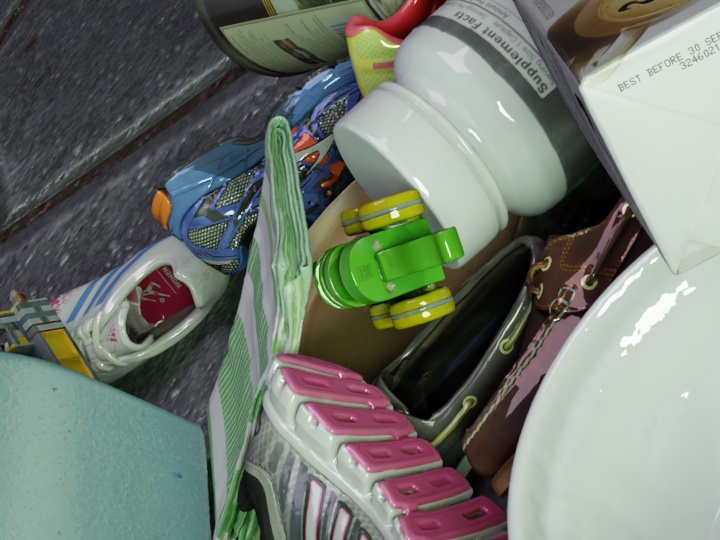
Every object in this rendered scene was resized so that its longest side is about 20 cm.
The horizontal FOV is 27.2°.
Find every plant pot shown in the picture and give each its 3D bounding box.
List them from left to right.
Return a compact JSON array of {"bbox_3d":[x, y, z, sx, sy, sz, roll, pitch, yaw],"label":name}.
[{"bbox_3d":[-0.215,0.157,0.786,0.196,0.200,0.197,-37,37,21],"label":"plant pot"},{"bbox_3d":[0.021,0.004,0.841,0.200,0.027,0.201,-33,33,25],"label":"plant pot"}]

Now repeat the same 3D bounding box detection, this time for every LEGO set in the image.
[{"bbox_3d":[-0.262,0.098,0.961,0.153,0.116,0.200,-16,-25,-52],"label":"LEGO set"}]

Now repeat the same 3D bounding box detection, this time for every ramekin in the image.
[{"bbox_3d":[0.157,0.073,0.499,0.200,0.105,0.201,-33,33,25],"label":"ramekin"}]

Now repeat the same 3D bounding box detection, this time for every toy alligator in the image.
[{"bbox_3d":[0.000,0.000,0.723,0.054,0.060,0.200,-17,2,-13],"label":"toy alligator"}]

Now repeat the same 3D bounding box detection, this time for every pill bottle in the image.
[{"bbox_3d":[0.089,-0.101,0.750,0.200,0.113,0.113,-42,28,-10],"label":"pill bottle"}]

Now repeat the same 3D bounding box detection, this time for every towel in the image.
[{"bbox_3d":[-0.058,0.041,0.796,0.153,0.023,0.201,-101,20,-56],"label":"towel"}]

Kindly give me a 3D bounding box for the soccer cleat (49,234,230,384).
[{"bbox_3d":[-0.174,0.041,1.004,0.200,0.070,0.086,-35,15,19],"label":"soccer cleat"}]

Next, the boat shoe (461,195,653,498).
[{"bbox_3d":[0.110,0.008,0.657,0.200,0.070,0.070,-47,-11,-5],"label":"boat shoe"}]

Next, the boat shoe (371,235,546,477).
[{"bbox_3d":[0.031,0.066,0.720,0.201,0.061,0.072,-45,30,6],"label":"boat shoe"}]

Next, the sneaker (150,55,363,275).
[{"bbox_3d":[-0.036,-0.069,0.967,0.200,0.079,0.075,-35,-7,-1],"label":"sneaker"}]

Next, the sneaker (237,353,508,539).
[{"bbox_3d":[0.010,0.127,0.645,0.200,0.074,0.088,47,121,34],"label":"sneaker"}]

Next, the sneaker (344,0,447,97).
[{"bbox_3d":[0.078,-0.158,0.868,0.200,0.091,0.078,-34,26,-5],"label":"sneaker"}]

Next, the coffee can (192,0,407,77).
[{"bbox_3d":[-0.004,-0.213,1.005,0.200,0.146,0.147,2,56,53],"label":"coffee can"}]

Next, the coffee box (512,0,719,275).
[{"bbox_3d":[0.132,-0.087,0.567,0.113,0.080,0.200,-28,18,9],"label":"coffee box"}]
